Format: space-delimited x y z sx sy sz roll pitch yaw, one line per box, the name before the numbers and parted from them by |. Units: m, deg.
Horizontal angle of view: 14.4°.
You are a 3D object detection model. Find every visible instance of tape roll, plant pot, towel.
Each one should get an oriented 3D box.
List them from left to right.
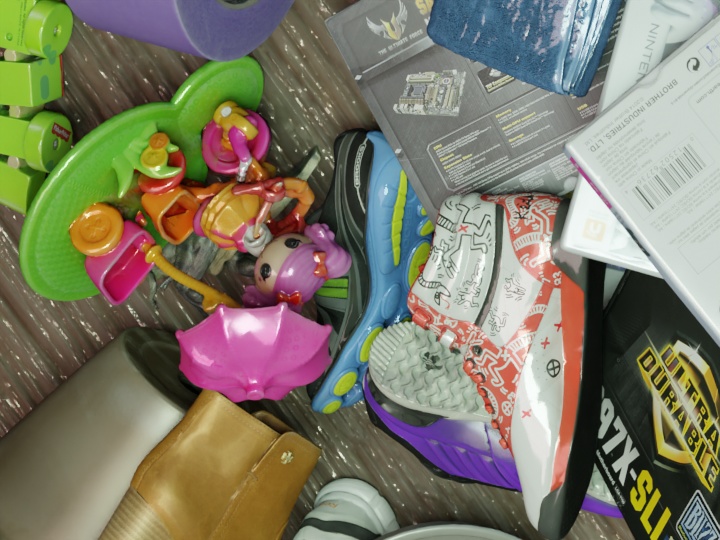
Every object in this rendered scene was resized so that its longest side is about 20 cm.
plant pot | -0.152 0.139 1.865 0.200 0.200 0.174 37 107 11
tape roll | -0.094 -0.228 1.654 0.084 0.200 0.201 17 118 23
towel | 0.103 -0.203 1.566 0.111 0.048 0.201 25 110 28

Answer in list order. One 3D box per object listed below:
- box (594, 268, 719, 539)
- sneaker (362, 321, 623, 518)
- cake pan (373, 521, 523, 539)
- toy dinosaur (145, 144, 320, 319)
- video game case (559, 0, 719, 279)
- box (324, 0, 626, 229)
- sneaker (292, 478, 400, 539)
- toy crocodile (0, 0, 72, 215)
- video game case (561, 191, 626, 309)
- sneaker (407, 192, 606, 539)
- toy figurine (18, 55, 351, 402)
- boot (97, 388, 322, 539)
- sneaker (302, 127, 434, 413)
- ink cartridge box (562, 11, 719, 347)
box | 0.198 0.088 1.629 0.201 0.049 0.160 64 144 39
sneaker | 0.091 0.104 1.773 0.199 0.070 0.100 26 147 3
cake pan | 0.050 0.245 1.812 0.199 0.037 0.202 -3 112 -7
toy dinosaur | -0.093 -0.004 1.843 0.199 0.047 0.089 -23 91 31
video game case | 0.228 -0.073 1.569 0.199 0.023 0.183 16 93 5
box | 0.097 -0.123 1.658 0.199 0.048 0.159 -27 94 33
sneaker | 0.013 0.239 1.863 0.073 0.080 0.201 -28 96 33
toy crocodile | -0.219 -0.131 1.857 0.067 0.062 0.202 12 111 25
video game case | 0.125 -0.079 1.702 0.143 0.018 0.201 -29 94 34
sneaker | 0.083 0.052 1.662 0.107 0.067 0.203 7 104 19
toy figurine | -0.077 -0.008 1.732 0.184 0.200 0.150 42 171 27
boot | -0.066 0.171 1.788 0.201 0.144 0.071 43 174 -36
sneaker | 0.000 0.000 1.786 0.083 0.070 0.201 37 130 39
ink cartridge box | 0.215 -0.027 1.535 0.119 0.042 0.200 -39 85 -2
